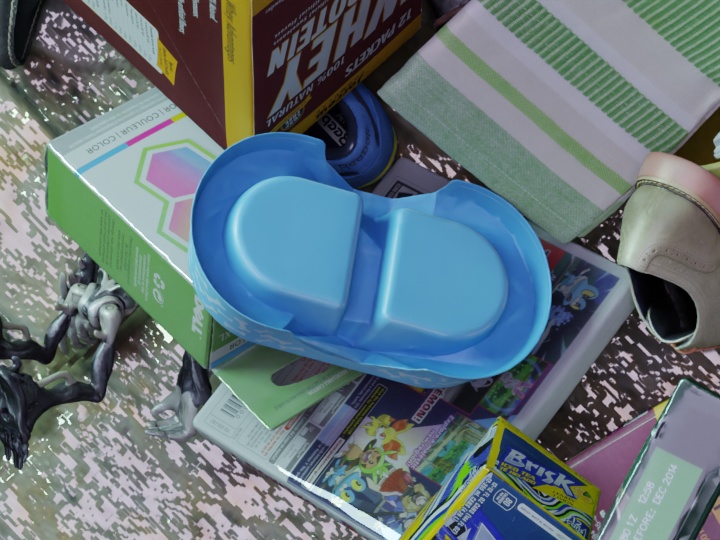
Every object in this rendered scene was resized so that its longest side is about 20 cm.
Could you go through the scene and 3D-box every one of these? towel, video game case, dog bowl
[{"bbox_3d":[0.130,-0.119,1.468,0.152,0.023,0.200,38,109,-27],"label":"towel"},{"bbox_3d":[0.031,0.048,1.542,0.182,0.023,0.200,28,73,37],"label":"video game case"},{"bbox_3d":[0.000,0.000,1.475,0.199,0.050,0.112,16,65,-14],"label":"dog bowl"}]

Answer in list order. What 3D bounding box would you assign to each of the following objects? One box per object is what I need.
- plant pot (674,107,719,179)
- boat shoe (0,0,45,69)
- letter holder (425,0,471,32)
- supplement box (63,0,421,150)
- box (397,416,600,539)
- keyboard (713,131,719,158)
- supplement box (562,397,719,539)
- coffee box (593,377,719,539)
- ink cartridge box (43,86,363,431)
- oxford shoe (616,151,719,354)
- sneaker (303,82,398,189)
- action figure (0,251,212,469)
[{"bbox_3d":[0.287,-0.069,1.513,0.200,0.200,0.142,-40,104,4],"label":"plant pot"},{"bbox_3d":[-0.175,-0.210,1.617,0.067,0.072,0.201,17,88,11],"label":"boat shoe"},{"bbox_3d":[0.131,-0.175,1.545,0.199,0.142,0.101,-26,85,5],"label":"letter holder"},{"bbox_3d":[-0.079,-0.196,1.485,0.200,0.197,0.133,42,71,16],"label":"supplement box"},{"bbox_3d":[0.036,0.174,1.432,0.070,0.064,0.200,36,114,-5],"label":"box"},{"bbox_3d":[0.253,-0.130,1.481,0.011,0.056,0.200,52,58,-19],"label":"keyboard"},{"bbox_3d":[0.118,0.161,1.540,0.199,0.131,0.104,-32,86,5],"label":"supplement box"},{"bbox_3d":[0.148,0.114,1.374,0.044,0.200,0.123,28,93,8],"label":"coffee box"},{"bbox_3d":[-0.073,-0.015,1.535,0.104,0.059,0.200,-30,58,-30],"label":"ink cartridge box"},{"bbox_3d":[0.181,0.015,1.512,0.071,0.200,0.074,18,69,37],"label":"oxford shoe"},{"bbox_3d":[-0.063,-0.121,1.593,0.200,0.078,0.066,39,94,16],"label":"sneaker"},{"bbox_3d":[-0.136,0.034,1.590,0.199,0.102,0.119,-26,51,-32],"label":"action figure"}]
